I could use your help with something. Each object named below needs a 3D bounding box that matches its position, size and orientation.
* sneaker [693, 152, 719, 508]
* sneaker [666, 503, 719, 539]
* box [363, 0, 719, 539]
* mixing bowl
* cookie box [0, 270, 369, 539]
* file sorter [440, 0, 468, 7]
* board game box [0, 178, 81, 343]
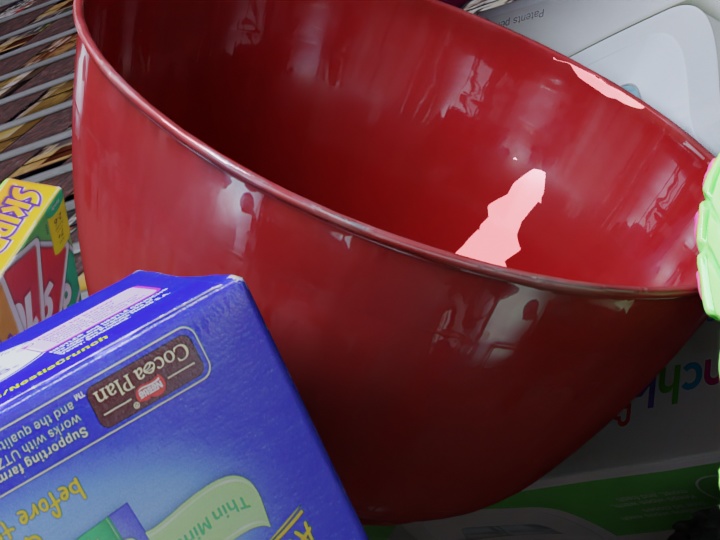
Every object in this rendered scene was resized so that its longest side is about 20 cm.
[{"bbox_3d":[0.135,0.044,0.683,0.077,0.200,0.084,11,-29,-44],"label":"sneaker"},{"bbox_3d":[0.158,0.085,0.759,0.072,0.072,0.200,5,-17,-44],"label":"sneaker"},{"bbox_3d":[0.092,0.003,0.895,0.200,0.097,0.177,-12,59,43],"label":"box"},{"bbox_3d":[0.000,0.000,0.791,0.200,0.108,0.200,18,23,-8],"label":"mixing bowl"},{"bbox_3d":[-0.069,0.126,0.681,0.171,0.200,0.075,-29,13,-20],"label":"cookie box"},{"bbox_3d":[0.033,-0.188,0.888,0.200,0.125,0.139,-35,-23,9],"label":"file sorter"},{"bbox_3d":[-0.117,0.076,0.967,0.030,0.200,0.096,11,42,16],"label":"board game box"}]
